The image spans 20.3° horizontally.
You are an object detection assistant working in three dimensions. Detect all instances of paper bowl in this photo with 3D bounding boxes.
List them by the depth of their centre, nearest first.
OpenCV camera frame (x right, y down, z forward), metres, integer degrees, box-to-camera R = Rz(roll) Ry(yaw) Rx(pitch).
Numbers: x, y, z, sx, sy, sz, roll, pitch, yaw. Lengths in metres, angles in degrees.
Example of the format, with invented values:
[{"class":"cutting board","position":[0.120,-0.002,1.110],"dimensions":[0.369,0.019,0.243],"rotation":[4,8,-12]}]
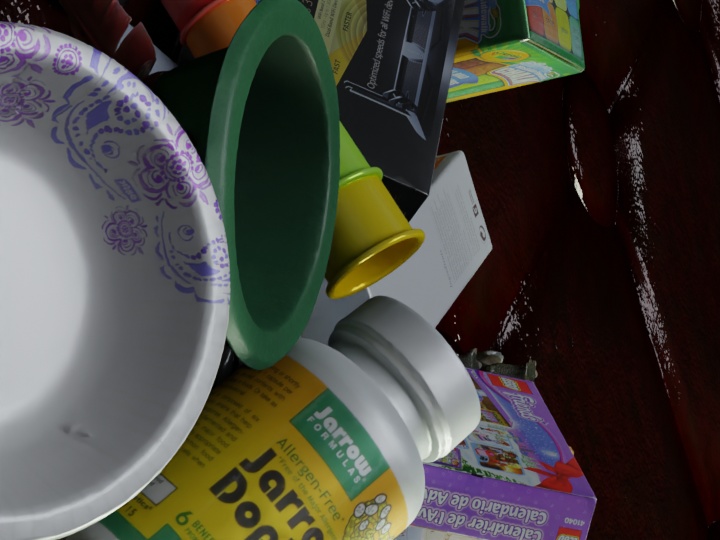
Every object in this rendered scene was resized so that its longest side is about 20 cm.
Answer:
[{"class":"paper bowl","position":[-0.160,0.006,0.800],"dimensions":[0.200,0.104,0.202],"rotation":[2,87,-37]}]

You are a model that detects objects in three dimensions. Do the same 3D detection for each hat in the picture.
[{"class":"hat","position":[-0.113,-0.053,0.947],"dimensions":[0.200,0.175,0.167],"rotation":[-65,153,-51]}]

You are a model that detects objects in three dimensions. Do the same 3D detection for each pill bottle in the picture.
[{"class":"pill bottle","position":[-0.040,0.104,0.960],"dimensions":[0.200,0.113,0.113],"rotation":[-38,122,-22]}]

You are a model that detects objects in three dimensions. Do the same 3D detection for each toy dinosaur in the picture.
[{"class":"toy dinosaur","position":[0.050,0.077,1.318],"dimensions":[0.199,0.102,0.078],"rotation":[14,78,-55]}]

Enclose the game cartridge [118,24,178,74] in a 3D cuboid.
[{"class":"game cartridge","position":[-0.116,-0.036,0.986],"dimensions":[0.133,0.040,0.201],"rotation":[43,33,-21]}]

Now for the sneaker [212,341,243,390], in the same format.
[{"class":"sneaker","position":[-0.070,0.088,1.053],"dimensions":[0.111,0.076,0.202],"rotation":[15,68,-65]}]

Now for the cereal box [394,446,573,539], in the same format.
[{"class":"cereal box","position":[0.055,0.181,1.234],"dimensions":[0.199,0.039,0.145],"rotation":[1,99,-51]}]

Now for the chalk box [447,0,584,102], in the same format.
[{"class":"chalk box","position":[0.074,-0.186,1.325],"dimensions":[0.124,0.199,0.125],"rotation":[12,70,-64]}]

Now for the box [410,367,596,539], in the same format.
[{"class":"box","position":[0.048,0.098,1.152],"dimensions":[0.200,0.136,0.039],"rotation":[-108,-149,-74]}]

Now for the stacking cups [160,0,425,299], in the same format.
[{"class":"stacking cups","position":[-0.041,-0.083,1.044],"dimensions":[0.201,0.060,0.060],"rotation":[58,20,15]}]

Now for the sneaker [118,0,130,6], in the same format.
[{"class":"sneaker","position":[-0.115,-0.217,1.083],"dimensions":[0.088,0.080,0.200],"rotation":[42,50,-4]}]

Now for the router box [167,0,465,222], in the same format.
[{"class":"router box","position":[-0.026,-0.131,1.160],"dimensions":[0.156,0.052,0.201],"rotation":[23,49,-12]}]

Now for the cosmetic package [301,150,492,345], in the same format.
[{"class":"cosmetic package","position":[0.000,0.000,1.213],"dimensions":[0.200,0.101,0.072],"rotation":[-51,126,-60]}]
